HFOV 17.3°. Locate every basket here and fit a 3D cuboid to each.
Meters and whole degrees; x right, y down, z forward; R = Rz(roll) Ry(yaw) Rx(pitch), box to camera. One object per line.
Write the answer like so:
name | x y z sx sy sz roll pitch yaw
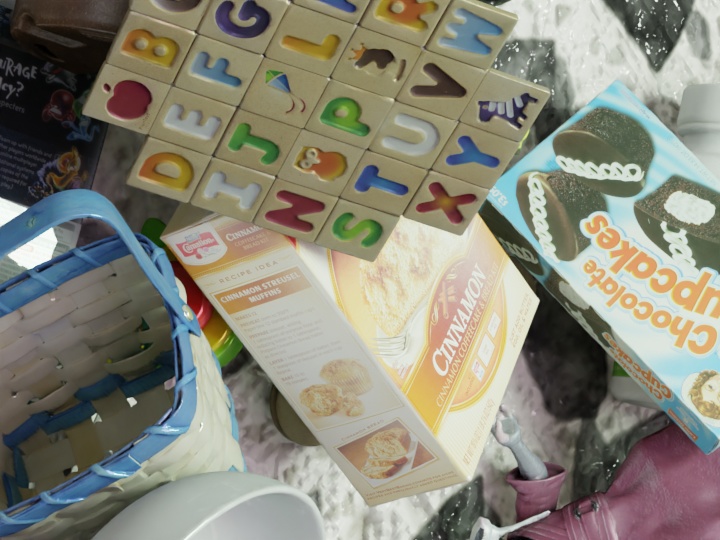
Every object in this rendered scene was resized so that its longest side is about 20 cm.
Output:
basket | -0.159 0.055 1.133 0.176 0.139 0.200 -26 145 9

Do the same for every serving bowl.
serving bowl | -0.101 0.179 1.120 0.200 0.066 0.200 -43 147 -37

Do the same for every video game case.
video game case | -0.225 -0.061 1.192 0.200 0.023 0.182 19 82 -34

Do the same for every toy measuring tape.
toy measuring tape | -0.103 0.058 1.254 0.073 0.074 0.200 22 79 -35

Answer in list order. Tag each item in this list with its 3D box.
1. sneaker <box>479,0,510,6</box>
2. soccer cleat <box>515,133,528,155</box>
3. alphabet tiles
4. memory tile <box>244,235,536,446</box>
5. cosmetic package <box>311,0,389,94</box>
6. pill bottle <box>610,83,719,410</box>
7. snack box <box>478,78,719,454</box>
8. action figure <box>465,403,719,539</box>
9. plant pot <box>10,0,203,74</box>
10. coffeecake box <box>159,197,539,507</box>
sneaker | 0.043 -0.149 1.281 0.084 0.200 0.077 -4 83 -7
soccer cleat | 0.038 -0.095 1.233 0.200 0.065 0.084 -18 110 -60
alphabet tiles | -0.021 -0.079 1.108 0.200 0.167 0.006 18 41 -16
memory tile | 0.012 0.001 1.371 0.200 0.017 0.154 -28 109 -32
cosmetic package | 0.023 -0.207 1.115 0.200 0.052 0.151 -50 136 -22
pill bottle | 0.225 -0.009 1.466 0.111 0.111 0.200 13 85 -36
snack box | 0.176 -0.003 1.380 0.116 0.037 0.200 -40 77 -17
action figure | 0.146 0.155 1.409 0.149 0.200 0.134 59 16 -55
plant pot | -0.080 -0.191 1.181 0.200 0.200 0.199 20 81 -35
coffeecake box | 0.000 0.000 1.273 0.200 0.073 0.154 53 38 -24
